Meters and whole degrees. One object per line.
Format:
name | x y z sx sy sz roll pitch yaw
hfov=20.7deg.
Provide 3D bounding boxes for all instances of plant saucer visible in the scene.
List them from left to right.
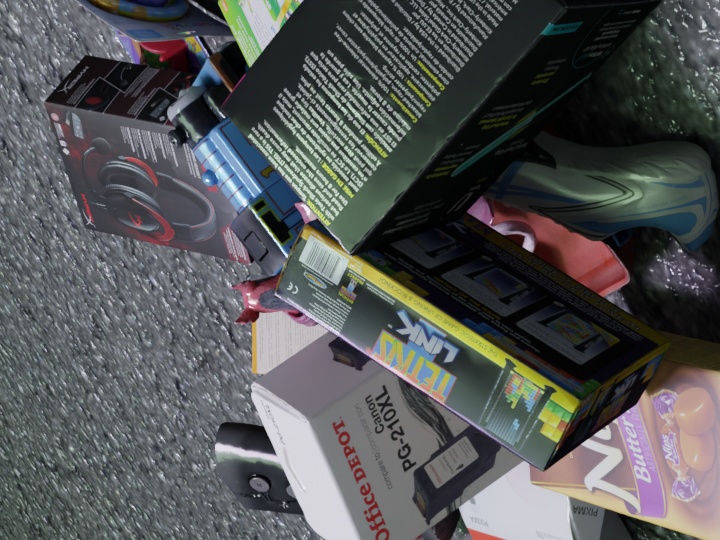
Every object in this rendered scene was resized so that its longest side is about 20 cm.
plant saucer | 0.102 -0.058 1.402 0.200 0.037 0.200 53 156 1

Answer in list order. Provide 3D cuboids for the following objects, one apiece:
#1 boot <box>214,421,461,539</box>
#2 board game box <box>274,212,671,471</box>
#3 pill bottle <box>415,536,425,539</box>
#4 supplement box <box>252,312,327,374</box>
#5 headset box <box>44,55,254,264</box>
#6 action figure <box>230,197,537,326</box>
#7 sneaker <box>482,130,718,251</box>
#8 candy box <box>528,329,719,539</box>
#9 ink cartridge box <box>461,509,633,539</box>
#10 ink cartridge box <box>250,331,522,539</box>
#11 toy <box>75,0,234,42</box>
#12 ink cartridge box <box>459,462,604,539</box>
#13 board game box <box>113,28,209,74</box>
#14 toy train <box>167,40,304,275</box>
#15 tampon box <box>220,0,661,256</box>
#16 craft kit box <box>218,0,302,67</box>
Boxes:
boot | -0.028 0.146 1.620 0.199 0.066 0.166 10 132 28
board game box | 0.071 0.029 1.212 0.199 0.165 0.057 33 112 19
pill bottle | 0.026 0.183 1.763 0.116 0.116 0.201 37 151 33
supplement box | 0.007 0.050 1.591 0.200 0.125 0.074 -4 86 63
headset box | -0.159 -0.095 1.720 0.199 0.075 0.149 13 137 25
action figure | 0.000 0.000 1.373 0.149 0.199 0.134 47 151 29
sneaker | 0.133 -0.050 1.262 0.199 0.072 0.073 9 116 34
candy box | 0.192 0.102 1.306 0.200 0.056 0.117 12 111 54
ink cartridge box | 0.187 0.287 1.642 0.201 0.084 0.146 58 156 -11
ink cartridge box | 0.040 0.097 1.425 0.084 0.199 0.145 28 146 53
toy | -0.197 -0.247 1.640 0.200 0.115 0.047 32 119 38
ink cartridge box | 0.125 0.192 1.537 0.057 0.201 0.162 16 174 -30
board game box | -0.175 -0.166 1.762 0.201 0.039 0.158 59 156 -11
toy train | -0.072 -0.088 1.586 0.200 0.114 0.087 53 156 2
tampon box | 0.046 -0.129 1.167 0.126 0.150 0.200 49 117 13
craft kit box | -0.029 -0.163 1.445 0.201 0.048 0.198 64 155 12
